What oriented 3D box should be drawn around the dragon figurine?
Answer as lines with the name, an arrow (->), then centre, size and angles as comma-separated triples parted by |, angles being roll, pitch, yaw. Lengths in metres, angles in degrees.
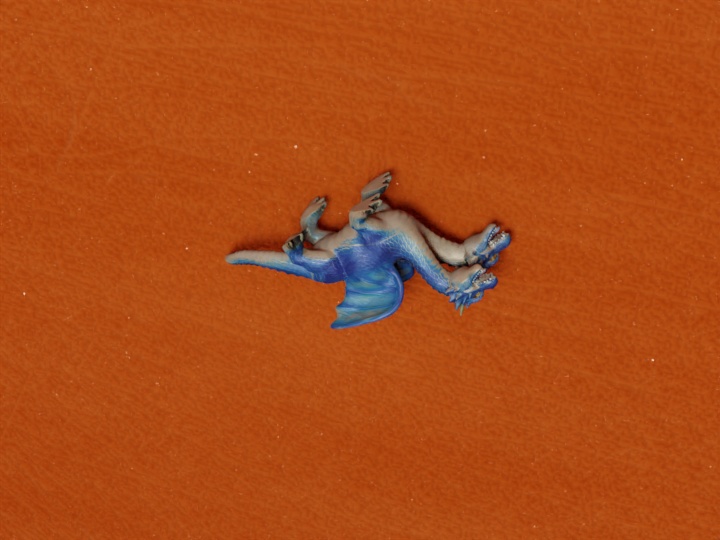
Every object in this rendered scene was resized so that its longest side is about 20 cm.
dragon figurine -> 0.000, 0.000, 1.014 | 0.199, 0.059, 0.100 | -21, 113, 24
